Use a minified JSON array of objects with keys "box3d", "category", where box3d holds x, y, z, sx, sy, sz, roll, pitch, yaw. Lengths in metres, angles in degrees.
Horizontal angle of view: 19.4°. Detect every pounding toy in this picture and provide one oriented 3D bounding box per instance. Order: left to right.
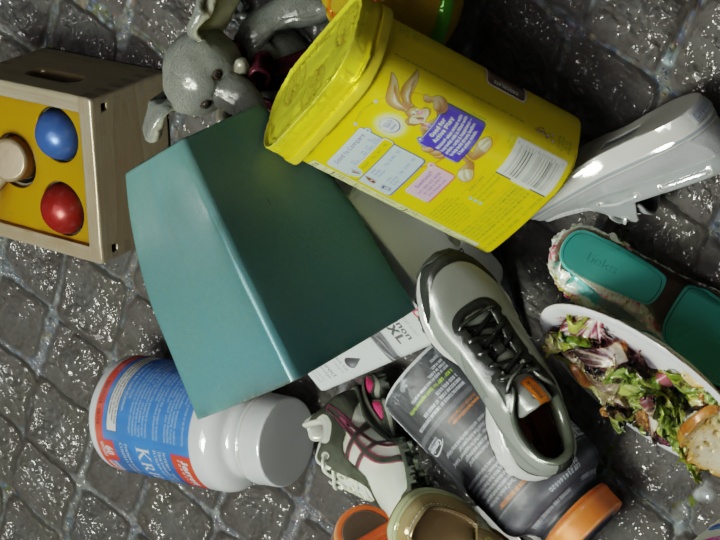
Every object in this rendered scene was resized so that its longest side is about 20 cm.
[{"box3d":[-0.295,-0.093,1.940,0.199,0.142,0.185,14,117,34],"category":"pounding toy"}]

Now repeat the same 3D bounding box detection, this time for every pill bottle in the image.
[{"box3d":[-0.145,0.144,1.942,0.199,0.112,0.113,7,113,38],"category":"pill bottle"},{"box3d":[0.122,0.146,1.729,0.200,0.106,0.106,46,131,14],"category":"pill bottle"}]

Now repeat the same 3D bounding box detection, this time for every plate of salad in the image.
[{"box3d":[0.215,0.099,1.616,0.200,0.048,0.200,35,164,12],"category":"plate of salad"}]

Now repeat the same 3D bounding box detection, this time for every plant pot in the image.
[{"box3d":[-0.087,-0.015,1.640,0.141,0.141,0.201,-25,93,50],"category":"plant pot"}]

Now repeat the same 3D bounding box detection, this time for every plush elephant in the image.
[{"box3d":[-0.093,-0.161,1.736,0.200,0.155,0.165,35,127,22],"category":"plush elephant"}]

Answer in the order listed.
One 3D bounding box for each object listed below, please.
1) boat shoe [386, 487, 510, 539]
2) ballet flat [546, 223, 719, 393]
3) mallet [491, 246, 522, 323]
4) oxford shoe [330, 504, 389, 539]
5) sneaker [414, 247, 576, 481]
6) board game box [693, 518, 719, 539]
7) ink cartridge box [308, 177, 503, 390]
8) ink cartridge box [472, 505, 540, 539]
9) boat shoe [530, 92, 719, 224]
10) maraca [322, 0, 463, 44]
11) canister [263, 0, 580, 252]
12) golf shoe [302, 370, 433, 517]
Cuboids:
[{"box3d":[0.099,0.238,1.700,0.066,0.200,0.074,23,80,48],"category":"boat shoe"},{"box3d":[0.231,0.033,1.623,0.200,0.076,0.064,38,167,10],"category":"ballet flat"},{"box3d":[0.109,-0.035,1.713,0.066,0.041,0.201,-12,105,45],"category":"mallet"},{"box3d":[0.051,0.286,1.798,0.200,0.071,0.073,50,159,9],"category":"oxford shoe"},{"box3d":[0.112,0.071,1.630,0.201,0.074,0.079,60,164,-5],"category":"sneaker"},{"box3d":[0.349,0.181,1.499,0.195,0.200,0.056,-20,94,42],"category":"board game box"},{"box3d":[0.000,0.000,1.743,0.145,0.083,0.200,51,142,-10],"category":"ink cartridge box"},{"box3d":[0.087,0.291,1.848,0.117,0.067,0.200,51,131,10],"category":"ink cartridge box"},{"box3d":[0.204,-0.070,1.601,0.200,0.072,0.069,-29,102,41],"category":"boat shoe"},{"box3d":[0.020,-0.251,1.634,0.137,0.107,0.201,-14,84,47],"category":"maraca"},{"box3d":[0.048,-0.106,1.591,0.199,0.087,0.149,26,141,-18],"category":"canister"},{"box3d":[0.013,0.173,1.782,0.200,0.088,0.077,-113,1,-56],"category":"golf shoe"}]
